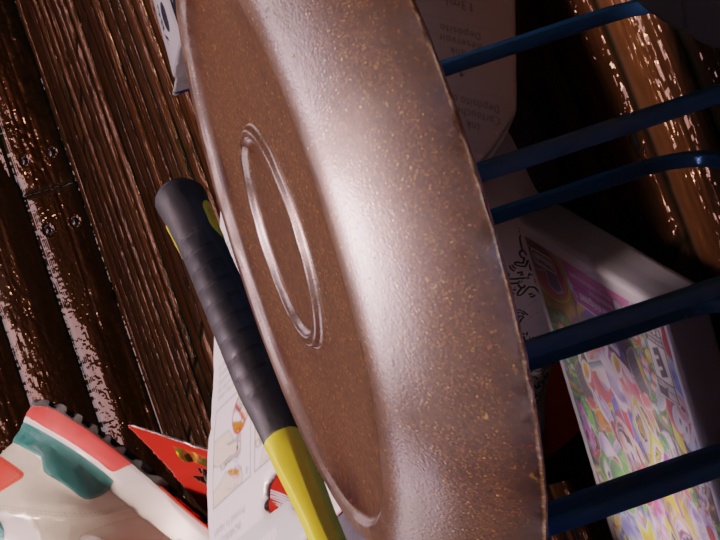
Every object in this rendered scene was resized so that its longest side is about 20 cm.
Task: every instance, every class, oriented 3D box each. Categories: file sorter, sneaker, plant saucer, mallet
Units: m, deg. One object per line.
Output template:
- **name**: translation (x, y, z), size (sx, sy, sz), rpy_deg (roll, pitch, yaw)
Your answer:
- **file sorter**: translation (0.073, 0.038, 0.715), size (0.139, 0.122, 0.201), rpy_deg (-140, 34, -71)
- **sneaker**: translation (0.025, 0.023, 0.981), size (0.202, 0.107, 0.067), rpy_deg (83, 165, -46)
- **plant saucer**: translation (-0.007, -0.012, 0.631), size (0.200, 0.032, 0.201), rpy_deg (163, 90, -79)
- **mallet**: translation (-0.014, 0.058, 0.727), size (0.066, 0.041, 0.200), rpy_deg (48, -166, -48)
- **sneaker**: translation (-0.082, 0.141, 1.048), size (0.199, 0.094, 0.070), rpy_deg (36, 171, 18)

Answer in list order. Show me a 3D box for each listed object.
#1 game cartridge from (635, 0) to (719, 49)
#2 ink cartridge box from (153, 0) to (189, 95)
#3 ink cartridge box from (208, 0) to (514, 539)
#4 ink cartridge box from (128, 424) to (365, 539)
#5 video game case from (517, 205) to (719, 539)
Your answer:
- **game cartridge**: translation (0.070, -0.140, 0.680), size (0.200, 0.041, 0.134), rpy_deg (-123, 14, -56)
- **ink cartridge box**: translation (-0.031, -0.125, 1.059), size (0.200, 0.099, 0.039), rpy_deg (123, 129, -75)
- **ink cartridge box**: translation (0.000, 0.000, 0.891), size (0.160, 0.047, 0.201), rpy_deg (136, 140, -54)
- **ink cartridge box**: translation (0.009, 0.128, 0.998), size (0.160, 0.199, 0.047), rpy_deg (66, -135, -71)
- **video game case**: translation (0.108, 0.084, 0.879), size (0.143, 0.018, 0.201), rpy_deg (-141, 32, -71)
